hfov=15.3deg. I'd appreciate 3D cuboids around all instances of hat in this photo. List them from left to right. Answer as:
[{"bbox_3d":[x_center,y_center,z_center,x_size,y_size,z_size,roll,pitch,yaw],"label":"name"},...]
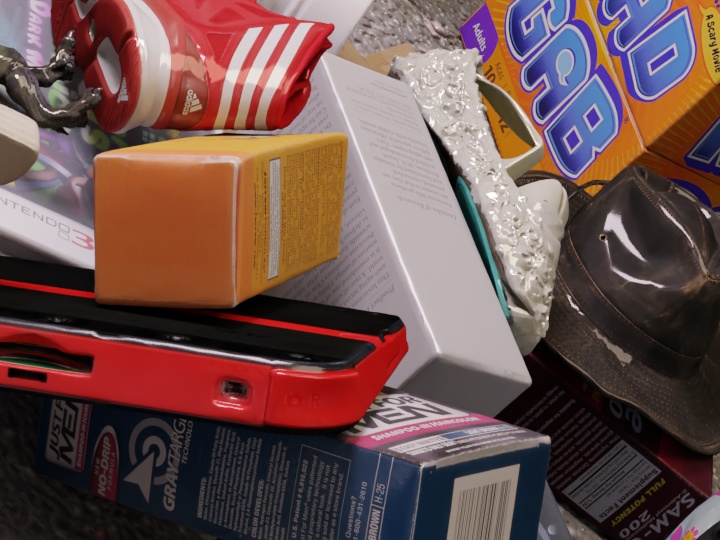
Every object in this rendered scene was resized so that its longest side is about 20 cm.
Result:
[{"bbox_3d":[0.163,0.000,1.450,0.200,0.081,0.201,36,27,-22],"label":"hat"}]

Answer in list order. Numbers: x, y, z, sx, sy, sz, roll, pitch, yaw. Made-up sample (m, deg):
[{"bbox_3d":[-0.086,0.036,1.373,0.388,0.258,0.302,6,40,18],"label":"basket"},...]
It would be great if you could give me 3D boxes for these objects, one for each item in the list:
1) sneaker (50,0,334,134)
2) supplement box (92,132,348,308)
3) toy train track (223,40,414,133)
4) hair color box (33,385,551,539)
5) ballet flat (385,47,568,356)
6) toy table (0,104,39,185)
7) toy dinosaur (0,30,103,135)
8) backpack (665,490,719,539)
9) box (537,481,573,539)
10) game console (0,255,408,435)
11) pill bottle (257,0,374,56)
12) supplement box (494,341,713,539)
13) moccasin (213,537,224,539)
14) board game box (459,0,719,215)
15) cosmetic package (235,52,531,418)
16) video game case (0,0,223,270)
[{"bbox_3d":[-0.081,-0.119,1.303,0.115,0.078,0.200,9,34,-21],"label":"sneaker"},{"bbox_3d":[-0.058,-0.026,1.183,0.200,0.066,0.069,-31,122,-75],"label":"supplement box"},{"bbox_3d":[-0.032,-0.091,1.486,0.115,0.033,0.200,53,37,12],"label":"toy train track"},{"bbox_3d":[-0.031,0.077,1.131,0.200,0.061,0.100,15,12,34],"label":"hair color box"},{"bbox_3d":[0.070,-0.046,1.384,0.072,0.072,0.200,17,38,-41],"label":"ballet flat"},{"bbox_3d":[-0.238,-0.057,1.089,0.184,0.117,0.200,18,41,-40],"label":"toy table"},{"bbox_3d":[-0.171,-0.091,1.240,0.088,0.048,0.200,5,45,-22],"label":"toy dinosaur"},{"bbox_3d":[0.209,0.166,1.336,0.127,0.167,0.200,58,5,11],"label":"backpack"},{"bbox_3d":[0.055,0.175,1.251,0.160,0.044,0.200,14,43,-43],"label":"box"},{"bbox_3d":[-0.087,0.029,1.122,0.200,0.031,0.177,9,7,8],"label":"game console"},{"bbox_3d":[-0.086,-0.184,1.420,0.200,0.113,0.113,34,30,-3],"label":"pill bottle"},{"bbox_3d":[0.100,0.053,1.446,0.200,0.061,0.109,39,29,-15],"label":"supplement box"},{"bbox_3d":[-0.016,0.201,1.107,0.201,0.078,0.074,51,14,16],"label":"moccasin"},{"bbox_3d":[0.217,-0.111,1.659,0.200,0.200,0.200,23,36,-36],"label":"board game box"},{"bbox_3d":[0.000,0.000,1.340,0.071,0.101,0.200,18,40,-41],"label":"cosmetic package"},{"bbox_3d":[-0.147,-0.067,1.297,0.182,0.023,0.200,25,35,-23],"label":"video game case"}]
